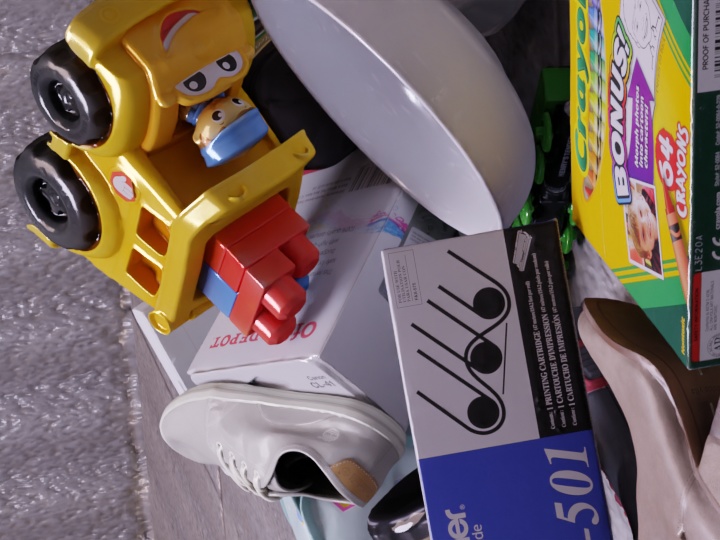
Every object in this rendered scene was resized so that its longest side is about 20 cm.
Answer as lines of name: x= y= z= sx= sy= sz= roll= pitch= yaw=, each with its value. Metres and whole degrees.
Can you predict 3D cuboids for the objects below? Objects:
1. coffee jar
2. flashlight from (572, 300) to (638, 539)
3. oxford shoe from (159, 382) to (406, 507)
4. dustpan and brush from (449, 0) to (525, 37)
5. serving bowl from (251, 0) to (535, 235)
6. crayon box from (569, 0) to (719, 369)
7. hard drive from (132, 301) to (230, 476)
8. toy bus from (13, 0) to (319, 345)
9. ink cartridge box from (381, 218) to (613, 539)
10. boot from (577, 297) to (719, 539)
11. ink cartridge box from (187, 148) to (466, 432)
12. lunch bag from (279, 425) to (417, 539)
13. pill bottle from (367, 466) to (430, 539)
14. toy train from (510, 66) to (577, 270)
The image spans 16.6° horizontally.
coffee jar: x=-0.052 y=-0.121 z=1.578 sx=0.085 sy=0.104 sz=0.200 roll=52 pitch=167 yaw=-20
flashlight: x=0.144 y=0.106 z=1.335 sx=0.068 sy=0.068 sz=0.200 roll=-47 pitch=45 yaw=24
oxford shoe: x=-0.057 y=0.108 z=1.482 sx=0.200 sy=0.075 sz=0.058 roll=1 pitch=56 yaw=47
dustpan and brush: x=0.053 y=-0.176 z=1.505 sx=0.200 sy=0.057 sz=0.140 roll=-56 pitch=45 yaw=34
serving bowl: x=0.029 y=-0.110 z=1.375 sx=0.200 sy=0.066 sz=0.200 roll=44 pitch=169 yaw=10
crayon box: x=0.150 y=-0.082 z=1.178 sx=0.173 sy=0.058 sz=0.201 roll=-122 pitch=26 yaw=-61
hard drive: x=-0.036 y=0.026 z=1.631 sx=0.132 sy=0.200 sz=0.026 roll=62 pitch=160 yaw=-19
toy bus: x=-0.091 y=-0.056 z=1.434 sx=0.192 sy=0.136 sz=0.200 roll=44 pitch=145 yaw=20
ink cartridge box: x=0.073 y=0.081 z=1.283 sx=0.044 sy=0.094 sz=0.201 roll=70 pitch=-170 yaw=-85
boot: x=0.157 y=0.109 z=1.215 sx=0.200 sy=0.070 sz=0.147 roll=-144 pitch=56 yaw=-61
ink cartridge box: x=0.000 y=0.000 z=1.523 sx=0.147 sy=0.086 sz=0.200 roll=-10 pitch=48 yaw=54
lunch bag: x=0.041 y=0.144 z=1.549 sx=0.200 sy=0.170 sz=0.122 roll=-124 pitch=13 yaw=-59
pill bottle: x=0.099 y=0.192 z=1.368 sx=0.200 sy=0.112 sz=0.112 roll=58 pitch=169 yaw=-7
toy train: x=0.108 y=-0.045 z=1.446 sx=0.200 sy=0.042 sz=0.057 roll=100 pitch=167 yaw=-56
